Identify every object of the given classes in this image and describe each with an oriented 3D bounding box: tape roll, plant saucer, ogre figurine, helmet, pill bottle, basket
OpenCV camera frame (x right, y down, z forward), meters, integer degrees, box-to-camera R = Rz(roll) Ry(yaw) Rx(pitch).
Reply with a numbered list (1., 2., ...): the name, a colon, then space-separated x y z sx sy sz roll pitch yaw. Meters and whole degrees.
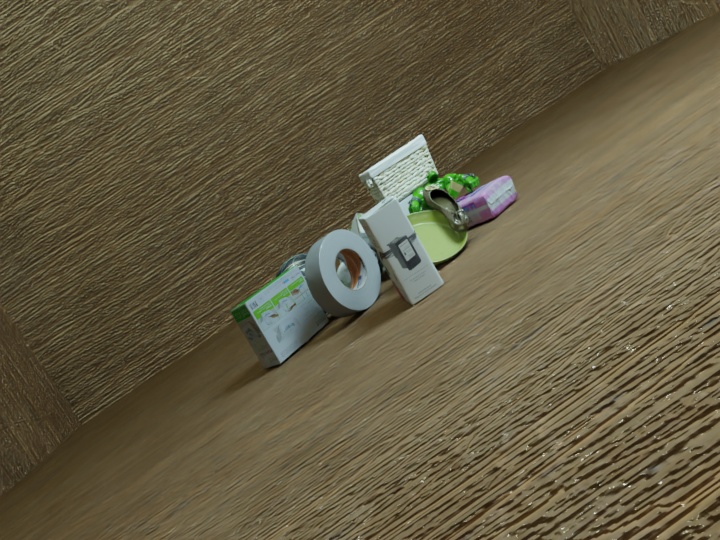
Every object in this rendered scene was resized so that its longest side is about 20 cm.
1. tape roll: -0.042 0.007 1.405 0.065 0.204 0.200 -24 10 43
2. plant saucer: 0.158 -0.072 1.368 0.193 0.032 0.203 -7 39 6
3. ogre figurine: 0.212 -0.214 1.560 0.199 0.098 0.120 -43 20 5
4. helmet: -0.157 0.043 1.725 0.196 0.194 0.200 -31 7 4
5. pill bottle: 0.000 0.000 1.618 0.114 0.118 0.200 -31 7 12
6. basket: 0.113 -0.279 1.658 0.197 0.125 0.135 -34 9 -9

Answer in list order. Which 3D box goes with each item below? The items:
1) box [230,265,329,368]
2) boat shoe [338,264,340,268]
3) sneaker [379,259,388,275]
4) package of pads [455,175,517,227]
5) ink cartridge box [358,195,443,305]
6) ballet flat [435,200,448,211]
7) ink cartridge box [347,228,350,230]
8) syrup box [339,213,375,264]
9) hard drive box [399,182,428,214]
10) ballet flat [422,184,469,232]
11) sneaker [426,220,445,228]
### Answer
1. box: -0.205 0.119 1.492 0.096 0.180 0.199 -23 12 48
2. boat shoe: -0.048 0.008 1.964 0.198 0.072 0.071 -37 9 -33
3. sneaker: 0.095 -0.086 1.551 0.073 0.109 0.201 -8 -29 -36
4. package of pads: 0.312 -0.173 1.522 0.119 0.077 0.199 -34 6 -29
5. ink cartridge box: 0.079 -0.044 1.197 0.082 0.204 0.145 -31 7 -2
6. ballet flat: 0.200 -0.116 1.523 0.201 0.067 0.065 130 148 -50
7. ink cartridge box: 0.019 -0.104 2.105 0.197 0.147 0.084 -31 7 14
8. syrup box: -0.001 -0.078 1.762 0.076 0.083 0.202 2 -39 -21
9. hard drive box: 0.168 -0.144 1.659 0.198 0.159 0.076 -37 10 -28
10. ballet flat: 0.208 -0.164 1.403 0.065 0.047 0.202 -18 40 -9
11. sneaker: 0.174 -0.067 1.473 0.196 0.079 0.079 -29 -6 15
